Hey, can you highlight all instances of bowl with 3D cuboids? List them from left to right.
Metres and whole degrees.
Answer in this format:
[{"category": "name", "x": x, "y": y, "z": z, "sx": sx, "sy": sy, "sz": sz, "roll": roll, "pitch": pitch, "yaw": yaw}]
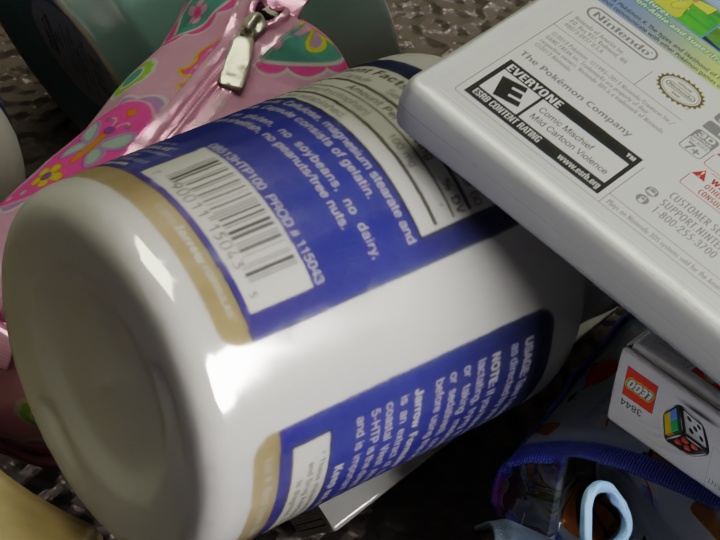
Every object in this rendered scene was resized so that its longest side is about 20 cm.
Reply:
[{"category": "bowl", "x": -0.085, "y": -0.118, "z": 1.012, "sx": 0.105, "sy": 0.202, "sz": 0.200, "roll": -39, "pitch": 50, "yaw": -17}]

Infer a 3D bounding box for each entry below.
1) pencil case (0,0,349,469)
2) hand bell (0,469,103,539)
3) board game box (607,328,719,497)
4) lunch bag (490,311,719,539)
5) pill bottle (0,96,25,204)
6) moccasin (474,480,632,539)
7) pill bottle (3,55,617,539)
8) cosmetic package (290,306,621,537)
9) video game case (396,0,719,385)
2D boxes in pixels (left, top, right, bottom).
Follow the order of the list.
[{"category": "pencil case", "x": -0.079, "y": -0.022, "z": 0.867, "sx": 0.087, "sy": 0.088, "sz": 0.200, "roll": 21, "pitch": 53, "yaw": 24}, {"category": "hand bell", "x": -0.062, "y": 0.122, "z": 0.779, "sx": 0.198, "sy": 0.105, "sz": 0.104, "roll": 19, "pitch": 39, "yaw": 3}, {"category": "board game box", "x": 0.186, "y": 0.023, "z": 0.738, "sx": 0.126, "sy": 0.035, "sz": 0.199, "roll": 36, "pitch": 48, "yaw": 27}, {"category": "lunch bag", "x": 0.165, "y": 0.074, "z": 0.799, "sx": 0.199, "sy": 0.125, "sz": 0.170, "roll": 28, "pitch": 45, "yaw": 21}, {"category": "pill bottle", "x": -0.197, "y": -0.047, "z": 0.952, "sx": 0.119, "sy": 0.120, "sz": 0.200, "roll": -11, "pitch": 39, "yaw": -16}, {"category": "moccasin", "x": 0.041, "y": 0.105, "z": 0.672, "sx": 0.198, "sy": 0.069, "sz": 0.081, "roll": -7, "pitch": 18, "yaw": -4}, {"category": "pill bottle", "x": 0.000, "y": 0.000, "z": 0.762, "sx": 0.199, "sy": 0.121, "sz": 0.120, "roll": -23, "pitch": 43, "yaw": -31}, {"category": "cosmetic package", "x": 0.037, "y": 0.004, "z": 0.876, "sx": 0.199, "sy": 0.083, "sz": 0.051, "roll": -36, "pitch": 3, "yaw": -19}, {"category": "video game case", "x": 0.140, "y": -0.029, "z": 0.725, "sx": 0.200, "sy": 0.022, "sz": 0.182, "roll": 40, "pitch": 49, "yaw": 19}]
